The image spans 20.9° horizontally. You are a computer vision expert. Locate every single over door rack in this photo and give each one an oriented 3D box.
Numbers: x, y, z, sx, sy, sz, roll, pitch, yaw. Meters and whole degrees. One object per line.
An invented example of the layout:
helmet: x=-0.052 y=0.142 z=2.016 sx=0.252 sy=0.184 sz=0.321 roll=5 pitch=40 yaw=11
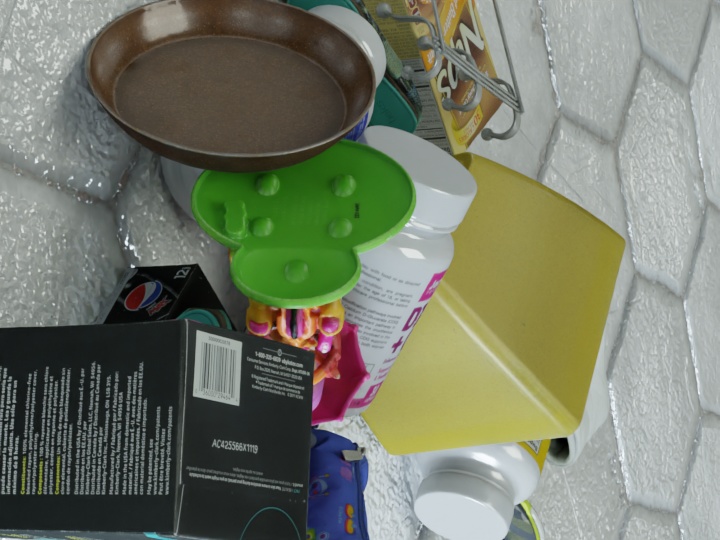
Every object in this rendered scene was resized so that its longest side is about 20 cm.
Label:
over door rack: x=0.077 y=-0.223 z=1.651 sx=0.148 sy=0.067 sz=0.200 roll=30 pitch=54 yaw=-52

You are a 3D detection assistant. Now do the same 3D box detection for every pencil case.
pencil case: x=-0.027 y=0.193 z=1.454 sx=0.078 sy=0.087 sz=0.200 roll=44 pitch=16 yaw=-19

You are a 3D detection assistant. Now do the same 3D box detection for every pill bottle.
pill bottle: x=0.115 y=0.137 z=1.740 sx=0.112 sy=0.112 sz=0.200 roll=56 pitch=43 yaw=-42
pill bottle: x=0.000 y=0.000 z=1.463 sx=0.113 sy=0.113 sz=0.200 roll=-15 pitch=138 yaw=-59
pill bottle: x=-0.057 y=-0.119 z=1.467 sx=0.200 sy=0.112 sz=0.112 roll=-52 pitch=131 yaw=-48

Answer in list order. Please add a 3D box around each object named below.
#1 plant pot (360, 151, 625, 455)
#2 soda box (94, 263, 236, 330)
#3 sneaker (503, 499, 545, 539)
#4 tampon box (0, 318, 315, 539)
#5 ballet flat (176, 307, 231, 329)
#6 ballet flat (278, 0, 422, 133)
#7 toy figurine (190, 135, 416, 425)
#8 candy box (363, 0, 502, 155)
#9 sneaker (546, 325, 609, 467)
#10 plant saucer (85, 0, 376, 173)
plant pot: x=0.074 y=0.015 z=1.617 sx=0.176 sy=0.200 sz=0.200 roll=45 pitch=50 yaw=-35
soda box: x=-0.113 y=0.089 z=1.404 sx=0.200 sy=0.063 sz=0.071 roll=63 pitch=38 yaw=-36
sneaker: x=0.127 y=0.287 z=1.793 sx=0.081 sy=0.074 sz=0.200 roll=-29 pitch=111 yaw=-53
tampon box: x=-0.151 y=0.104 z=1.203 sx=0.150 sy=0.200 sz=0.126 roll=19 pitch=71 yaw=-59
ballet flat: x=-0.129 y=0.115 z=1.319 sx=0.070 sy=0.067 sz=0.200 roll=19 pitch=100 yaw=-53
ballet flat: x=-0.013 y=-0.188 z=1.608 sx=0.200 sy=0.074 sz=0.074 roll=57 pitch=42 yaw=-44
toy figurine: x=-0.038 y=0.037 z=1.326 sx=0.200 sy=0.150 sz=0.184 roll=-89 pitch=179 yaw=-56
candy box: x=0.058 y=-0.208 z=1.723 sx=0.115 sy=0.055 sz=0.200 roll=-51 pitch=130 yaw=-46
sneaker: x=0.197 y=0.094 z=1.921 sx=0.116 sy=0.074 sz=0.200 roll=-49 pitch=130 yaw=-53
plant saucer: x=-0.090 y=-0.126 z=1.355 sx=0.200 sy=0.200 sz=0.035 roll=-53 pitch=159 yaw=-47
